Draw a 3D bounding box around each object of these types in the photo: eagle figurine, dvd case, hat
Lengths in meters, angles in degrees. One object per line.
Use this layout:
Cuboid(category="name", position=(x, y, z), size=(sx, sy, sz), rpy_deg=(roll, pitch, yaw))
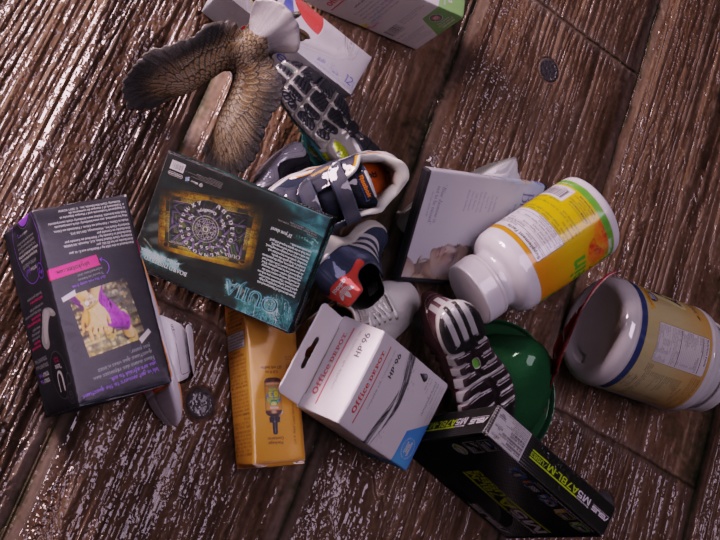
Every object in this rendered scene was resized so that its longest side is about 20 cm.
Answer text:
Cuboid(category="eagle figurine", position=(-0.147, -0.220, 1.398), size=(0.200, 0.151, 0.151), rpy_deg=(-51, 147, -10))
Cuboid(category="dvd case", position=(0.138, -0.050, 1.550), size=(0.199, 0.018, 0.144), rpy_deg=(4, 109, -37))
Cuboid(category="hat", position=(0.218, 0.122, 1.518), size=(0.164, 0.176, 0.202), rpy_deg=(-6, 82, -30))

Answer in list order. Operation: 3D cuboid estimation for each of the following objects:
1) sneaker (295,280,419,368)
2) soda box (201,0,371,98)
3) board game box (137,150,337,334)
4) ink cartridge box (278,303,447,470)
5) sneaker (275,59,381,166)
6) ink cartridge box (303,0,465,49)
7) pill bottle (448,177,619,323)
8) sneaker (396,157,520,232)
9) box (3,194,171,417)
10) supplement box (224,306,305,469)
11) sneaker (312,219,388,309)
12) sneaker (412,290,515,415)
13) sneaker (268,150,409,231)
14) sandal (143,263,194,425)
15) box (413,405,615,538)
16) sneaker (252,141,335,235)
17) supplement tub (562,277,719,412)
Cuboid(category="sneaker", position=(0.004, 0.060, 1.463), size=(0.199, 0.085, 0.073), rpy_deg=(-26, 84, -32))
Cuboid(category="soda box", position=(-0.088, -0.284, 1.499), size=(0.199, 0.068, 0.064), rpy_deg=(37, 64, -17))
Cuboid(category="board game box", position=(-0.140, -0.031, 1.350), size=(0.199, 0.028, 0.136), rpy_deg=(23, 96, 10))
Cuboid(category="ink cartridge box", position=(0.006, 0.132, 1.399), size=(0.200, 0.067, 0.117), rpy_deg=(41, 72, -48))
Cuboid(category="sneaker", position=(-0.048, -0.157, 1.486), size=(0.201, 0.079, 0.078), rpy_deg=(54, 49, -13))
Cuboid(category="ink cartridge box", position=(0.020, -0.357, 1.546), size=(0.199, 0.117, 0.068), rpy_deg=(18, 70, -26))
Cuboid(category="pill bottle", position=(0.210, -0.020, 1.530), size=(0.199, 0.111, 0.112), rpy_deg=(-32, 96, -18))
Cuboid(category="sneaker", position=(0.136, -0.078, 1.581), size=(0.199, 0.070, 0.081), rpy_deg=(-25, 99, -30))
Cuboid(category="box", position=(-0.283, 0.038, 1.284), size=(0.105, 0.122, 0.202), rpy_deg=(-11, 85, -31))
Cuboid(category="supplement box", position=(-0.109, 0.120, 1.400), size=(0.066, 0.069, 0.202), rpy_deg=(1, 77, -28))
Cuboid(category="sneaker", position=(0.000, 0.000, 1.437), size=(0.084, 0.075, 0.200), rpy_deg=(44, 24, 8))
Cuboid(category="sneaker", position=(0.120, 0.106, 1.504), size=(0.075, 0.115, 0.201), rpy_deg=(-26, 118, -15))
Cuboid(category="sneaker", position=(-0.034, -0.083, 1.393), size=(0.199, 0.079, 0.079), rpy_deg=(-32, 108, -26))
Cuboid(category="sandal", position=(-0.211, 0.062, 1.340), size=(0.059, 0.079, 0.209), rpy_deg=(-15, 91, -32))
Cuboid(category="box", position=(0.167, 0.240, 1.456), size=(0.200, 0.193, 0.048), rpy_deg=(42, 61, -16))
Cuboid(category="sneaker", position=(-0.096, -0.048, 1.437), size=(0.114, 0.075, 0.201), rpy_deg=(44, 62, -15))
Cuboid(category="supplement tub", position=(0.382, 0.102, 1.636), size=(0.199, 0.144, 0.146), rpy_deg=(19, 70, -25))
